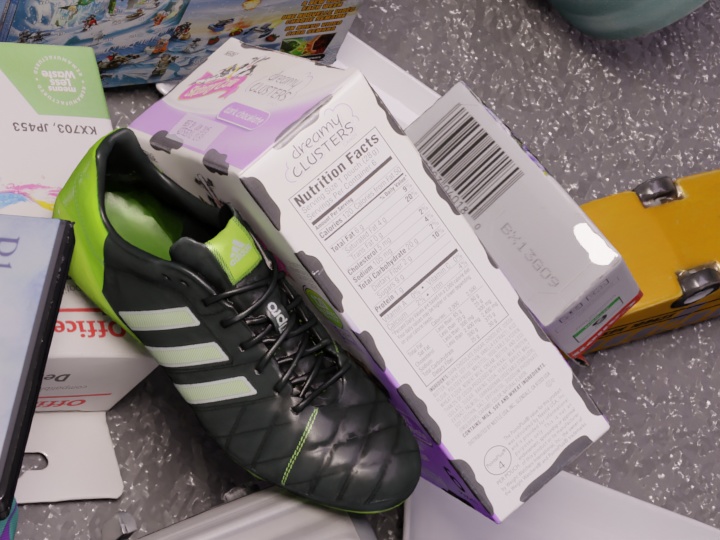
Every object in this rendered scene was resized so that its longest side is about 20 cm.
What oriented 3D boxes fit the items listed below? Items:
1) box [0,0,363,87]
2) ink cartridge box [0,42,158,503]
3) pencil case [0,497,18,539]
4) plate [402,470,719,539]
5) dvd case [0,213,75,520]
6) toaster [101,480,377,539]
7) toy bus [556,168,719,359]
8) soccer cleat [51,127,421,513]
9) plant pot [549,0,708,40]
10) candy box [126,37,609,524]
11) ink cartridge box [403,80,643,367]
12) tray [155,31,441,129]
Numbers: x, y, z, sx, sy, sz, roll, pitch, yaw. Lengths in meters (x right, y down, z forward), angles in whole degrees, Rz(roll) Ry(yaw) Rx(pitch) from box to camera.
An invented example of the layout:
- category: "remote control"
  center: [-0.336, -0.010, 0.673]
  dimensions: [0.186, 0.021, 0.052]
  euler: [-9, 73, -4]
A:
- category: "box"
  center: [-0.086, -0.142, 1.241]
  dimensions: [0.199, 0.137, 0.040]
  euler: [-8, 61, -26]
- category: "ink cartridge box"
  center: [-0.160, 0.000, 1.177]
  dimensions: [0.117, 0.067, 0.201]
  euler: [-1, 65, -34]
- category: "pencil case"
  center: [-0.196, 0.167, 1.045]
  dimensions: [0.092, 0.085, 0.201]
  euler: [32, 49, -32]
- category: "plate"
  center: [0.094, 0.190, 1.261]
  dimensions: [0.199, 0.032, 0.201]
  euler: [21, 54, -21]
- category: "dvd case"
  center: [-0.226, 0.030, 1.079]
  dimensions: [0.199, 0.018, 0.143]
  euler: [5, 52, 5]
- category: "toaster"
  center: [-0.047, 0.190, 1.116]
  dimensions: [0.129, 0.114, 0.201]
  euler: [-11, 73, -34]
- category: "toy bus"
  center: [0.177, -0.010, 1.402]
  dimensions: [0.199, 0.078, 0.065]
  euler: [-14, 71, -38]
- category: "soccer cleat"
  center: [-0.051, 0.023, 1.112]
  dimensions: [0.200, 0.081, 0.067]
  euler: [41, 53, 11]
- category: "plant pot"
  center: [0.130, -0.243, 1.409]
  dimensions: [0.134, 0.200, 0.201]
  euler: [33, 49, -30]
- category: "candy box"
  center: [0.000, 0.000, 1.180]
  dimensions: [0.071, 0.168, 0.200]
  euler: [-41, 111, -10]
- category: "ink cartridge box"
  center: [0.079, -0.017, 1.239]
  dimensions: [0.109, 0.050, 0.200]
  euler: [49, 3, 13]
- category: "tray"
  center: [-0.009, -0.069, 1.350]
  dimensions: [0.200, 0.022, 0.108]
  euler: [34, 51, -13]
